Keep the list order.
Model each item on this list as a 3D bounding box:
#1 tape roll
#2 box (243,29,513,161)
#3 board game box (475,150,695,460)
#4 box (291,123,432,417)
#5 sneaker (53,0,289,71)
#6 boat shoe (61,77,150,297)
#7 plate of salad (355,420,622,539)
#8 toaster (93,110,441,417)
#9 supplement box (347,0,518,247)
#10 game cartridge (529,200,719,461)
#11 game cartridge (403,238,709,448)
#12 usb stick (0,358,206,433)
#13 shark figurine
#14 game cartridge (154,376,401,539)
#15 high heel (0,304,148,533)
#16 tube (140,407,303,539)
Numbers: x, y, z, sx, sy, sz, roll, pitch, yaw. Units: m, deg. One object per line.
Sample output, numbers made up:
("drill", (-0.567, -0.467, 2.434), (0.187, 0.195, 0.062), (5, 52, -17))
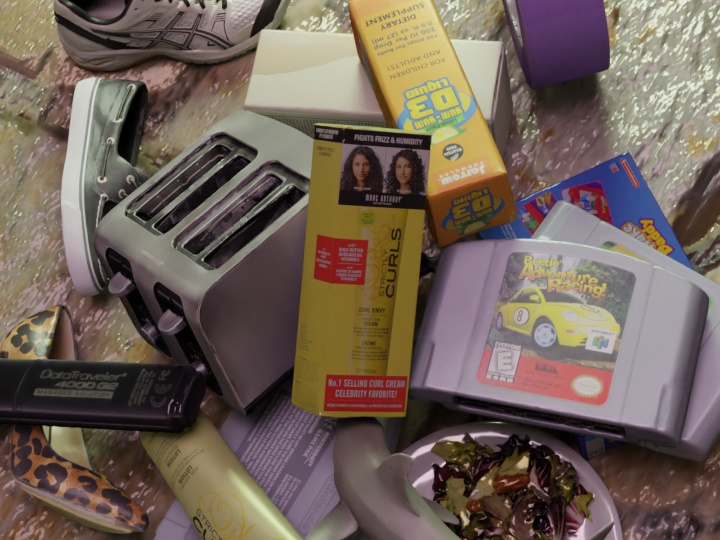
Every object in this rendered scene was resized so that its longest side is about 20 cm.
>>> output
("tape roll", (0.140, -0.247, 1.559), (0.065, 0.200, 0.201), (-13, 61, 3))
("box", (0.017, -0.130, 1.583), (0.198, 0.095, 0.078), (5, 62, 11))
("board game box", (0.185, 0.024, 1.501), (0.134, 0.045, 0.201), (-23, 61, -2))
("box", (0.000, 0.000, 1.398), (0.075, 0.050, 0.202), (4, 96, -27))
("sneaker", (-0.159, -0.220, 1.665), (0.198, 0.088, 0.076), (-12, 60, 2))
("boat shoe", (-0.198, -0.072, 1.611), (0.066, 0.070, 0.201), (-6, 55, 9))
("plate of salad", (0.088, 0.197, 1.428), (0.198, 0.048, 0.202), (-5, 62, 9))
("toaster", (-0.078, -0.012, 1.492), (0.200, 0.119, 0.181), (-40, 37, -14))
("supplement box", (0.052, -0.119, 1.476), (0.066, 0.069, 0.201), (-19, 59, -3))
("game cartridge", (0.189, 0.046, 1.443), (0.199, 0.041, 0.134), (30, 76, 23))
("game cartridge", (0.141, 0.045, 1.415), (0.198, 0.041, 0.134), (9, 62, 15))
("usb stick", (-0.204, 0.090, 1.454), (0.199, 0.033, 0.056), (0, 51, 28))
("shark figurine", (0.050, 0.161, 1.338), (0.214, 0.090, 0.128), (29, 43, 23))
("game cartridge", (-0.059, 0.162, 1.459), (0.133, 0.041, 0.201), (20, 68, 34))
("high heel", (-0.211, 0.110, 1.507), (0.199, 0.071, 0.143), (22, 75, 31))
("tube", (-0.088, 0.173, 1.402), (0.052, 0.058, 0.200), (-23, 52, -21))
